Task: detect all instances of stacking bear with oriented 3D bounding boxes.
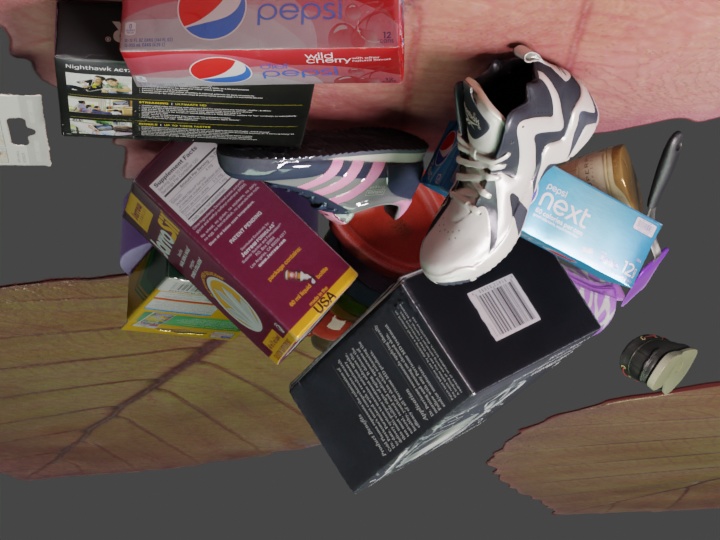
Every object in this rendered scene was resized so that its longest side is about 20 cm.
[{"bbox_3d":[0.000,0.000,1.564,0.121,0.114,0.200,-42,177,-37],"label":"stacking bear"}]

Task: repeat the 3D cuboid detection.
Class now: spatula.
[{"bbox_3d":[0.271,-0.046,1.523,0.020,0.056,0.201,28,136,27],"label":"spatula"}]

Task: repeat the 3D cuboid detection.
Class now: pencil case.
[{"bbox_3d":[0.205,0.018,1.810,0.085,0.085,0.199,-35,149,24],"label":"pencil case"}]

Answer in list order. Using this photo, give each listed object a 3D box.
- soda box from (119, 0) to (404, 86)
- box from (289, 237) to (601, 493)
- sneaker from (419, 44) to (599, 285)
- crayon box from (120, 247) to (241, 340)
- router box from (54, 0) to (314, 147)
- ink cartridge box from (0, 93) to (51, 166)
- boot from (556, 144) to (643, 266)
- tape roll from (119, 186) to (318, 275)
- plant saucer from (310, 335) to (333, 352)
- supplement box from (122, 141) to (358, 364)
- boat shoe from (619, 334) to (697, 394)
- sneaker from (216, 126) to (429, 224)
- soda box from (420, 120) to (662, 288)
[{"bbox_3d":[-0.068,-0.174,1.174,0.198,0.071,0.063,-1,162,4],"label":"soda box"},{"bbox_3d":[0.076,0.078,1.500,0.199,0.125,0.197,-22,165,-45],"label":"box"},{"bbox_3d":[0.095,-0.092,1.308,0.199,0.080,0.129,-47,137,4],"label":"sneaker"},{"bbox_3d":[-0.154,0.017,1.623,0.124,0.052,0.200,7,162,-20],"label":"crayon box"},{"bbox_3d":[-0.136,-0.150,1.288,0.198,0.052,0.149,2,162,-7],"label":"router box"},{"bbox_3d":[-0.359,-0.134,1.363,0.198,0.051,0.161,-2,164,-8],"label":"ink cartridge box"},{"bbox_3d":[0.190,-0.050,1.574,0.154,0.074,0.200,-7,157,14],"label":"boot"},{"bbox_3d":[-0.141,-0.033,1.659,0.198,0.066,0.200,0,164,0],"label":"tape roll"},{"bbox_3d":[0.037,0.031,1.740,0.199,0.032,0.201,-31,159,-13],"label":"plant saucer"},{"bbox_3d":[-0.109,-0.023,1.467,0.200,0.086,0.110,44,160,1],"label":"supplement box"},{"bbox_3d":[0.395,0.120,2.183,0.063,0.074,0.201,35,-170,22],"label":"boat shoe"},{"bbox_3d":[-0.033,-0.075,1.411,0.198,0.083,0.070,-2,-153,-28],"label":"sneaker"},{"bbox_3d":[0.156,-0.058,1.435,0.199,0.065,0.068,27,179,-15],"label":"soda box"}]
